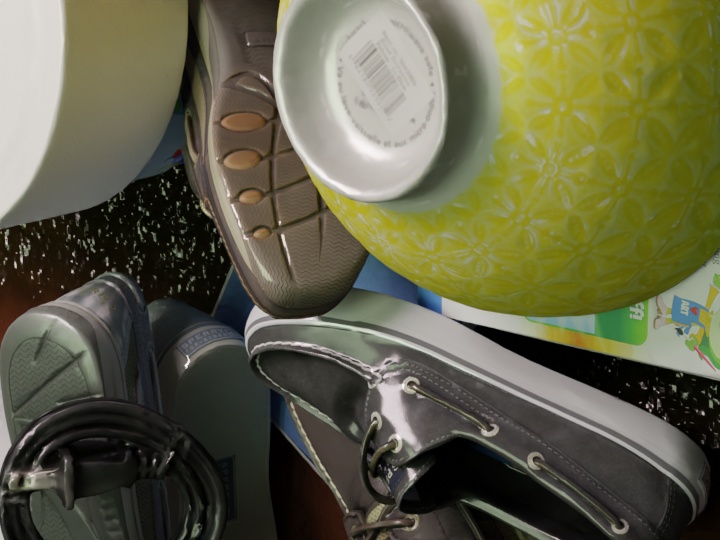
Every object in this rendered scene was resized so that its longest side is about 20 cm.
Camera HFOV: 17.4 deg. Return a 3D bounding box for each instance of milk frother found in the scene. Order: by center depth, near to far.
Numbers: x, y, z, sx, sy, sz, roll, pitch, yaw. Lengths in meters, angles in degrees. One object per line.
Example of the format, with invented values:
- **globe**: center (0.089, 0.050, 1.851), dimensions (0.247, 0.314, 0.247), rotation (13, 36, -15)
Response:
- **milk frother**: center (-0.084, 0.174, 0.920), dimensions (0.188, 0.180, 0.201), rotation (16, 126, 51)

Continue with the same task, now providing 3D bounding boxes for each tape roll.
- **tape roll**: center (-0.165, -0.117, 1.001), dimensions (0.202, 0.071, 0.203), rotation (13, 109, 41)

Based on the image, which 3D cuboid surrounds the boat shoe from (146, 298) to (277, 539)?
- **boat shoe**: center (-0.082, 0.104, 1.104), dimensions (0.072, 0.070, 0.201), rotation (42, 135, 48)

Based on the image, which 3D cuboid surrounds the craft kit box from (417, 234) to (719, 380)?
- **craft kit box**: center (0.105, -0.067, 0.855), dimensions (0.197, 0.048, 0.201), rotation (15, 111, 43)

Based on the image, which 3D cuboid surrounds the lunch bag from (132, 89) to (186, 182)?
- **lunch bag**: center (-0.144, -0.133, 1.079), dimensions (0.161, 0.082, 0.201), rotation (-8, 96, 49)

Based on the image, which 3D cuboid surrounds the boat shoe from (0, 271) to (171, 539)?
- **boat shoe**: center (-0.114, 0.102, 1.041), dimensions (0.074, 0.065, 0.203), rotation (8, 115, 29)

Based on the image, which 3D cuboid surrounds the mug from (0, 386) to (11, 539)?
- **mug**: center (-0.185, 0.139, 1.184), dimensions (0.175, 0.148, 0.200), rotation (0, 133, 40)

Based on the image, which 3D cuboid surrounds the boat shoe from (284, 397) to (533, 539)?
- **boat shoe**: center (0.031, 0.112, 0.974), dimensions (0.200, 0.065, 0.073), rotation (49, 131, 15)

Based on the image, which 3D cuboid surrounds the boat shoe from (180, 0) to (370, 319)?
- **boat shoe**: center (-0.035, -0.053, 0.971), dimensions (0.073, 0.074, 0.200), rotation (107, 160, -47)

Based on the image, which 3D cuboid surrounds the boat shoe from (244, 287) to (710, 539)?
- **boat shoe**: center (0.035, 0.068, 0.921), dimensions (0.200, 0.066, 0.070), rotation (23, 146, 16)

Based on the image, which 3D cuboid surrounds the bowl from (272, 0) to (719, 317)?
- **bowl**: center (0.034, -0.072, 0.818), dimensions (0.200, 0.108, 0.201), rotation (13, 110, 41)

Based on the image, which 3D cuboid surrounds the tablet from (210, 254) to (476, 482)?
- **tablet**: center (0.000, 0.000, 1.020), dimensions (0.130, 0.014, 0.200), rotation (46, 131, 27)
